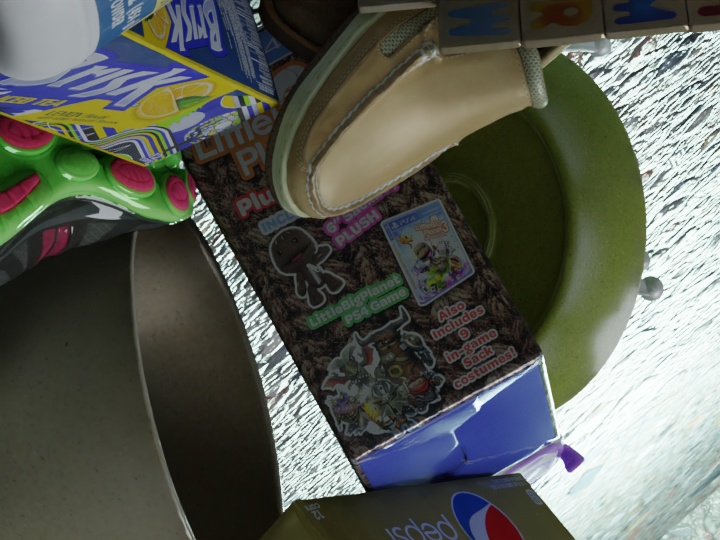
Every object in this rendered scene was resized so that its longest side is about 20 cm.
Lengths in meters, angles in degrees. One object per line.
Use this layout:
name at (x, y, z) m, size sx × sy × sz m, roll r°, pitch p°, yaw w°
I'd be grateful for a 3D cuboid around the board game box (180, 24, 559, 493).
board game box at (0.000, 0.000, 1.273) m, size 0.097 × 0.200 × 0.159 m, roll -29°, pitch 163°, yaw -2°

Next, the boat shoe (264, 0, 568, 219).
boat shoe at (0.046, -0.089, 1.146) m, size 0.200 × 0.076 × 0.072 m, roll -47°, pitch 144°, yaw -19°

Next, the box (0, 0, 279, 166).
box at (-0.102, -0.094, 1.044) m, size 0.070 × 0.065 × 0.200 m, roll -23°, pitch 167°, yaw 15°

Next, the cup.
cup at (-0.134, 0.079, 1.274) m, size 0.143 × 0.201 × 0.200 m, roll -15°, pitch 167°, yaw 12°

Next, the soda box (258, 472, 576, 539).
soda box at (0.023, 0.142, 1.246) m, size 0.068 × 0.064 × 0.200 m, roll -50°, pitch 156°, yaw 22°

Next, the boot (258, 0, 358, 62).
boot at (0.027, -0.151, 1.207) m, size 0.200 × 0.074 × 0.076 m, roll -37°, pitch 164°, yaw -46°

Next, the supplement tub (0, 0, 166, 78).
supplement tub at (-0.059, -0.167, 0.819) m, size 0.200 × 0.145 × 0.145 m, roll -35°, pitch 162°, yaw -15°

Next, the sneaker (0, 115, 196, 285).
sneaker at (-0.145, -0.034, 1.147) m, size 0.084 × 0.077 × 0.200 m, roll -31°, pitch 168°, yaw 35°

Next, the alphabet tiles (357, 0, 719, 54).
alphabet tiles at (0.097, -0.148, 1.145) m, size 0.199 × 0.167 × 0.006 m, roll -5°, pitch 131°, yaw 5°

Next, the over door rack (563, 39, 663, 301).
over door rack at (0.109, -0.044, 1.451) m, size 0.066 × 0.148 × 0.200 m, roll -7°, pitch 165°, yaw -11°

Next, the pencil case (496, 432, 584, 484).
pencil case at (0.032, 0.038, 1.474) m, size 0.085 × 0.200 × 0.084 m, roll -24°, pitch 168°, yaw -28°

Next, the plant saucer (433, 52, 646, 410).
plant saucer at (0.053, -0.020, 1.370) m, size 0.031 × 0.200 × 0.200 m, roll 0°, pitch 138°, yaw -49°
